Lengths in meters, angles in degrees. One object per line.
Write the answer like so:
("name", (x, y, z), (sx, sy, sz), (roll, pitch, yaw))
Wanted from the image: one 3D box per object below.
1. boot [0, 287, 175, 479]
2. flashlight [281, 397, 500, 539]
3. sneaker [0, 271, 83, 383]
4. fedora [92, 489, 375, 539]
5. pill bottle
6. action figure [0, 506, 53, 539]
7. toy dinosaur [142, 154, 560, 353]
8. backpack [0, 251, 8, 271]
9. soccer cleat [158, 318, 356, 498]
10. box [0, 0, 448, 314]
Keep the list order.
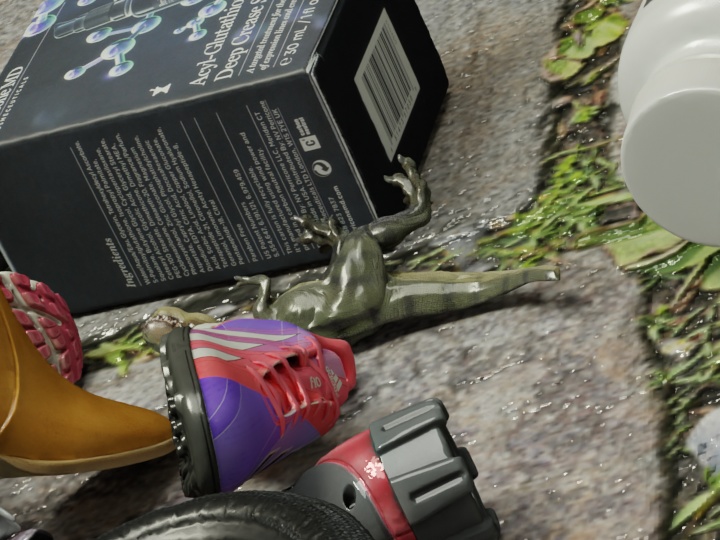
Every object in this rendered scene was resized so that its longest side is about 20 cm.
("boot", (-0.166, 0.019, 1.291), (0.200, 0.145, 0.071), (-3, -3, -39))
("flashlight", (-0.045, 0.121, 1.189), (0.199, 0.068, 0.068), (-26, 63, 2))
("sneaker", (-0.228, 0.055, 1.412), (0.199, 0.081, 0.075), (-18, -5, -19))
("fedora", (-0.059, 0.170, 1.087), (0.199, 0.092, 0.201), (-20, 26, 10))
("pill bottle", (0.176, -0.101, 1.331), (0.110, 0.111, 0.200), (-9, 33, 27))
("action figure", (-0.213, 0.074, 1.177), (0.200, 0.069, 0.130), (36, 86, 13))
("toy dinosaur", (0.000, 0.000, 1.371), (0.199, 0.048, 0.089), (-14, 45, 18))
("backpack", (-0.288, -0.051, 1.588), (0.182, 0.135, 0.200), (-25, 26, -2))
("soccer cleat", (-0.041, 0.051, 1.244), (0.073, 0.069, 0.200), (-8, 4, 2))
("box", (-0.076, -0.075, 1.489), (0.199, 0.107, 0.149), (-13, 32, 23))
